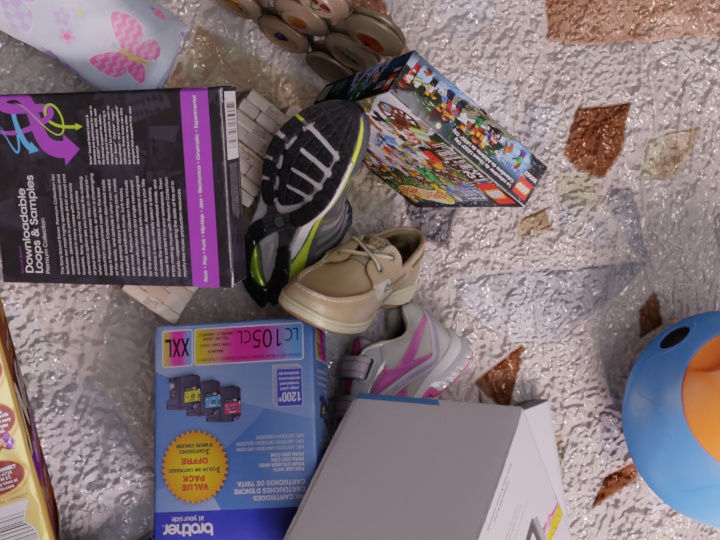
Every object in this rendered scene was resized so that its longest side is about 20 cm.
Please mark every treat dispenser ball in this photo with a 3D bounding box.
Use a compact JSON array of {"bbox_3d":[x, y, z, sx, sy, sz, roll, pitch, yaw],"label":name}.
[{"bbox_3d":[0.349,0.140,0.907,0.197,0.200,0.205,-2,96,-19],"label":"treat dispenser ball"}]

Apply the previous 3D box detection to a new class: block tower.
[{"bbox_3d":[-0.125,-0.058,0.794,0.057,0.054,0.202,36,82,-20],"label":"block tower"}]

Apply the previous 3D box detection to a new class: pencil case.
[{"bbox_3d":[-0.230,-0.200,0.728,0.198,0.084,0.091,33,126,-20],"label":"pencil case"}]

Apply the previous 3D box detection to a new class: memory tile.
[{"bbox_3d":[-0.066,-0.213,0.748,0.198,0.153,0.017,31,79,-18],"label":"memory tile"}]

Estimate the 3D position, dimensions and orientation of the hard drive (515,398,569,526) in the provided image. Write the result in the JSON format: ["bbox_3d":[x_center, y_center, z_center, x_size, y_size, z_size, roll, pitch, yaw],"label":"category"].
[{"bbox_3d":[0.145,0.237,0.903,0.130,0.026,0.204,-11,92,-38],"label":"hard drive"}]

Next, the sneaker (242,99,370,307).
[{"bbox_3d":[-0.039,-0.060,0.778,0.074,0.201,0.080,45,43,15],"label":"sneaker"}]

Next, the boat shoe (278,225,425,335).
[{"bbox_3d":[0.000,0.000,0.782,0.071,0.199,0.066,30,110,20],"label":"boat shoe"}]

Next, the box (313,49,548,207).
[{"bbox_3d":[0.045,-0.105,0.772,0.136,0.200,0.038,37,81,-18],"label":"box"}]

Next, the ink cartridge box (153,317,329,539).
[{"bbox_3d":[-0.091,0.145,0.762,0.134,0.076,0.204,-4,80,7],"label":"ink cartridge box"}]

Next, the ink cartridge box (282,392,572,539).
[{"bbox_3d":[0.063,0.218,0.724,0.147,0.144,0.202,-60,138,-38],"label":"ink cartridge box"}]

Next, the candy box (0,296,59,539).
[{"bbox_3d":[-0.276,0.121,0.723,0.056,0.116,0.204,-16,101,-16],"label":"candy box"}]

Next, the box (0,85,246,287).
[{"bbox_3d":[-0.186,-0.063,0.723,0.196,0.036,0.146,1,102,13],"label":"box"}]

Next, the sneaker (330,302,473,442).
[{"bbox_3d":[0.009,0.108,0.844,0.088,0.081,0.200,46,63,-11],"label":"sneaker"}]

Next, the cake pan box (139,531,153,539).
[{"bbox_3d":[-0.101,0.287,0.839,0.198,0.052,0.186,-31,103,-15],"label":"cake pan box"}]
